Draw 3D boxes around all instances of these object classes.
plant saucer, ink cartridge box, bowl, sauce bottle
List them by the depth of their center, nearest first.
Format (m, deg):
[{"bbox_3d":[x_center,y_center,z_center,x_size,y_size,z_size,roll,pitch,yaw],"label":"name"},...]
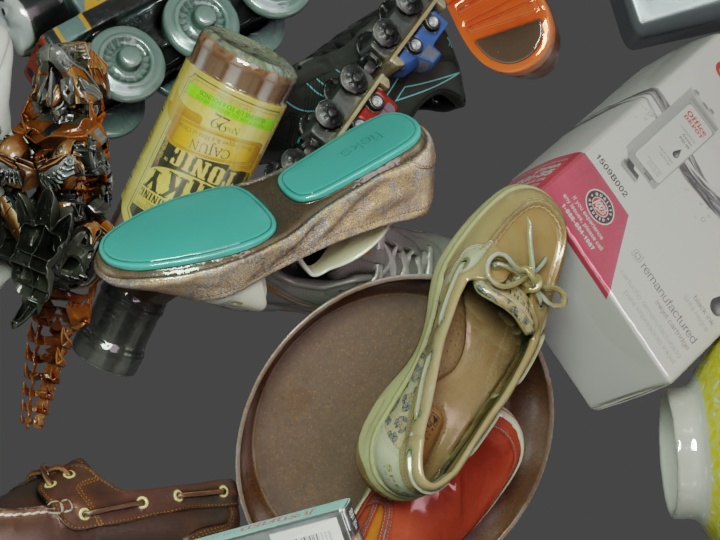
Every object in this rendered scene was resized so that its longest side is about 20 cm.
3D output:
[{"bbox_3d":[-0.102,-0.036,1.392,0.065,0.065,0.200,20,103,-20],"label":"sauce bottle"},{"bbox_3d":[0.017,0.094,1.446,0.200,0.034,0.201,-7,108,-21],"label":"plant saucer"},{"bbox_3d":[0.240,0.108,1.511,0.107,0.200,0.201,-3,82,0],"label":"bowl"},{"bbox_3d":[0.183,-0.033,1.532,0.200,0.083,0.147,-40,99,-35],"label":"ink cartridge box"}]

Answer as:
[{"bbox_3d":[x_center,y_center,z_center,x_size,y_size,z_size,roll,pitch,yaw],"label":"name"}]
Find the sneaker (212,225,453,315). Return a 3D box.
[{"bbox_3d":[0.000,0.000,1.455,0.199,0.092,0.076,7,78,-24],"label":"sneaker"}]

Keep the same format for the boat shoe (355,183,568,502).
[{"bbox_3d":[0.069,0.041,1.385,0.073,0.063,0.200,32,73,-21],"label":"boat shoe"}]

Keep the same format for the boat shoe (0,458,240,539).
[{"bbox_3d":[-0.158,0.139,1.373,0.199,0.070,0.071,7,86,-32],"label":"boat shoe"}]

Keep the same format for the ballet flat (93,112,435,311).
[{"bbox_3d":[-0.045,-0.017,1.333,0.199,0.068,0.067,-22,130,-14],"label":"ballet flat"}]

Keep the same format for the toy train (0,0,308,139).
[{"bbox_3d":[-0.117,-0.160,1.439,0.200,0.085,0.114,-32,83,-24],"label":"toy train"}]

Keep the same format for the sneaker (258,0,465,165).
[{"bbox_3d":[-0.018,-0.094,1.473,0.200,0.075,0.079,-32,98,-25],"label":"sneaker"}]

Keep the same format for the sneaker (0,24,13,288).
[{"bbox_3d":[-0.217,-0.038,1.383,0.088,0.075,0.201,20,80,-33],"label":"sneaker"}]

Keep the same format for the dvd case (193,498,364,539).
[{"bbox_3d":[-0.039,0.233,1.331,0.146,0.022,0.201,-17,100,18],"label":"dvd case"}]

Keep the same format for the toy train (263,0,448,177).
[{"bbox_3d":[-0.003,-0.090,1.419,0.046,0.034,0.200,39,61,-10],"label":"toy train"}]

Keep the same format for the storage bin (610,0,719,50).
[{"bbox_3d":[0.210,-0.236,1.580,0.134,0.146,0.201,-16,88,1],"label":"storage bin"}]

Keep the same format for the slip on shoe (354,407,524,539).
[{"bbox_3d":[0.022,0.158,1.416,0.200,0.061,0.074,-44,116,-6],"label":"slip on shoe"}]

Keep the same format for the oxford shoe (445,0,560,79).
[{"bbox_3d":[0.065,-0.205,1.544,0.071,0.073,0.201,-25,77,13],"label":"oxford shoe"}]

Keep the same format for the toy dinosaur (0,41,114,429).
[{"bbox_3d":[-0.165,-0.020,1.336,0.136,0.102,0.201,-14,88,-67],"label":"toy dinosaur"}]
